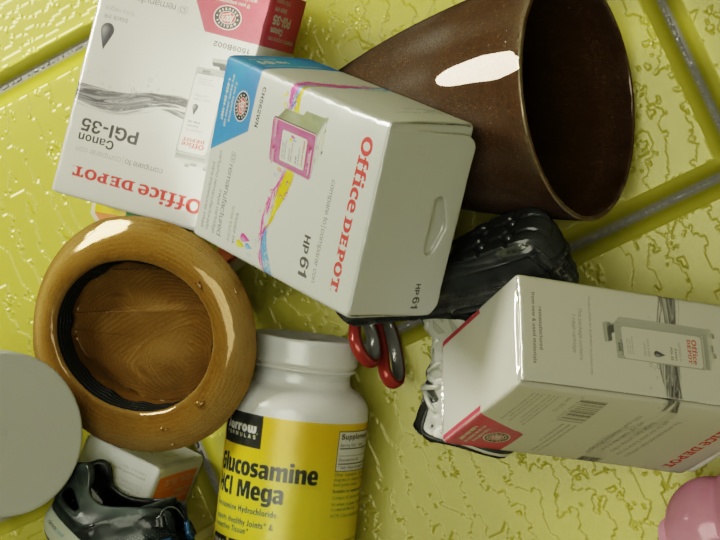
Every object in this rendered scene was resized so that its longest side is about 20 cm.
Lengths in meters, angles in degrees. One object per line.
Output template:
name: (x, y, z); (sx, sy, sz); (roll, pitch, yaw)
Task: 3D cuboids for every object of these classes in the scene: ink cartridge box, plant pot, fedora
ink cartridge box: (-0.143, -0.137, 1.523); (0.146, 0.083, 0.200); (16, 95, 14)
plant pot: (0.078, -0.123, 1.463); (0.200, 0.187, 0.187); (-4, 90, 33)
ink cartridge box: (-0.022, -0.064, 1.402); (0.200, 0.085, 0.145); (26, 110, 45)
fedora: (-0.161, 0.047, 1.528); (0.200, 0.082, 0.201); (2, 96, 23)
ink cartridge box: (0.176, 0.079, 1.390); (0.200, 0.147, 0.083); (9, 65, -17)

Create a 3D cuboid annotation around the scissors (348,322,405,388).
scissors: (0.000, 0.000, 1.554); (0.014, 0.073, 0.200); (-26, 59, 25)

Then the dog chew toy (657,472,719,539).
dog chew toy: (0.317, 0.177, 1.418); (0.200, 0.125, 0.125); (-17, 86, 23)

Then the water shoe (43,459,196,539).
water shoe: (-0.152, 0.215, 1.473); (0.200, 0.071, 0.079); (28, 100, 14)

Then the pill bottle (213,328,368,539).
pill bottle: (-0.054, 0.150, 1.526); (0.112, 0.112, 0.200); (7, 93, 16)

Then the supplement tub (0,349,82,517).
supplement tub: (-0.320, 0.130, 1.541); (0.200, 0.132, 0.132); (-5, 89, 58)

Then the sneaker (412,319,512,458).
sneaker: (0.062, 0.066, 1.510); (0.115, 0.076, 0.201); (-44, 82, 11)

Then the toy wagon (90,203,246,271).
toy wagon: (-0.121, -0.063, 1.581); (0.200, 0.040, 0.155); (11, 94, 16)

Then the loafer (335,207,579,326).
loafer: (0.068, 0.012, 1.432); (0.200, 0.068, 0.070); (-17, 121, 34)

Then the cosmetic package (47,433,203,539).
cosmetic package: (-0.210, 0.233, 1.580); (0.071, 0.101, 0.200); (24, 98, 15)
